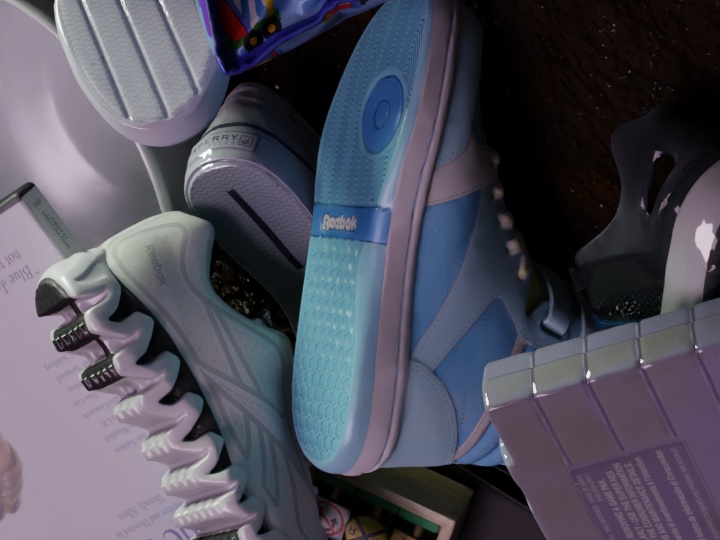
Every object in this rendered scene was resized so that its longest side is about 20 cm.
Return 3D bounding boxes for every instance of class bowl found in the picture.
[{"bbox_3d":[-0.132,-0.058,1.212,0.201,0.090,0.202,23,132,29],"label":"bowl"}]

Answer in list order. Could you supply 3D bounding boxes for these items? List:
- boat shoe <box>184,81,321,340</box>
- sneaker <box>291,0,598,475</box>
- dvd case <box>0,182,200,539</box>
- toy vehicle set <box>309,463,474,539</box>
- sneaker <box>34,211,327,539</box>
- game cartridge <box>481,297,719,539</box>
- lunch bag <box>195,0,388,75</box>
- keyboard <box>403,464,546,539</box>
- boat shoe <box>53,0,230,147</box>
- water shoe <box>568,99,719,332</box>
[{"bbox_3d":[0.000,0.000,1.151,0.073,0.067,0.200,-13,128,29],"label":"boat shoe"},{"bbox_3d":[0.049,-0.012,1.084,0.080,0.130,0.201,25,105,63],"label":"sneaker"},{"bbox_3d":[-0.135,0.073,1.166,0.142,0.018,0.200,-30,102,33],"label":"dvd case"},{"bbox_3d":[-0.059,0.109,1.180,0.200,0.027,0.125,24,124,11],"label":"toy vehicle set"},{"bbox_3d":[-0.050,0.067,1.099,0.200,0.081,0.075,59,155,-10],"label":"sneaker"},{"bbox_3d":[0.137,0.093,1.023,0.129,0.038,0.200,-13,131,19],"label":"game cartridge"},{"bbox_3d":[-0.048,-0.183,0.971,0.151,0.094,0.200,-79,-37,-82],"label":"lunch bag"},{"bbox_3d":[0.084,0.120,1.168,0.200,0.040,0.104,32,128,0],"label":"keyboard"},{"bbox_3d":[-0.093,-0.123,1.100,0.071,0.072,0.200,73,179,-55],"label":"boat shoe"},{"bbox_3d":[0.122,0.018,1.043,0.079,0.071,0.200,49,144,33],"label":"water shoe"}]
